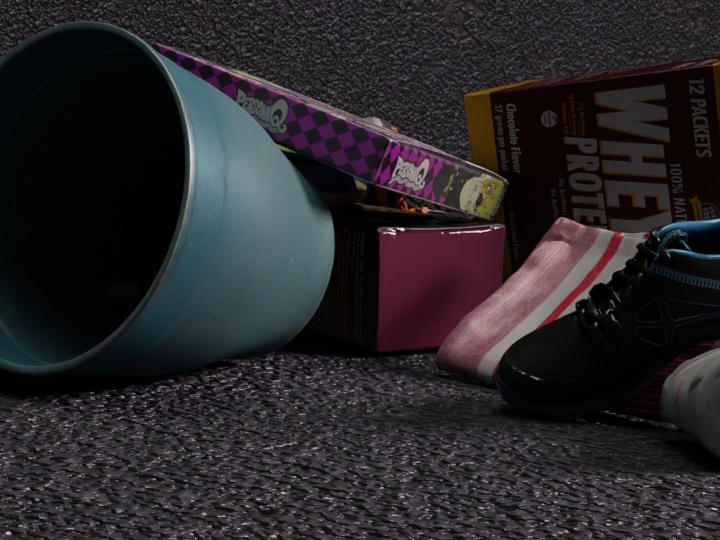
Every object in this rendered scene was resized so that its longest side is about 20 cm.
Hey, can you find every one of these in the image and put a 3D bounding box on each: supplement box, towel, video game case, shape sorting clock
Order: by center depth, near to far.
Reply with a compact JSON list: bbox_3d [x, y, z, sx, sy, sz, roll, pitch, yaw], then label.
[{"bbox_3d":[0.157,0.027,1.035,0.199,0.023,0.144,11,47,46],"label":"towel"},{"bbox_3d":[-0.022,-0.093,1.153,0.199,0.036,0.181,25,6,28],"label":"video game case"},{"bbox_3d":[0.000,0.000,1.227,0.110,0.086,0.200,-2,8,-34],"label":"supplement box"},{"bbox_3d":[-0.094,-0.071,1.257,0.199,0.039,0.200,6,11,-1],"label":"shape sorting clock"},{"bbox_3d":[0.204,-0.082,1.263,0.199,0.134,0.197,-5,7,20],"label":"supplement box"}]

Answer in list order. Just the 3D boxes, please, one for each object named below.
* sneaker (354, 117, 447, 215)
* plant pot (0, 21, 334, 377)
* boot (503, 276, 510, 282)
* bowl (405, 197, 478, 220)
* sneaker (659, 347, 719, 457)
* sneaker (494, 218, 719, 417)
[{"bbox_3d":[0.030,-0.052,1.400,0.111,0.078,0.200,8,-32,-10],"label":"sneaker"},{"bbox_3d":[-0.121,-0.026,1.022,0.199,0.201,0.188,8,-6,35],"label":"plant pot"},{"bbox_3d":[0.205,0.008,1.386,0.199,0.070,0.132,-11,14,-19],"label":"boot"},{"bbox_3d":[0.103,-0.050,1.642,0.200,0.095,0.201,3,7,0],"label":"bowl"},{"bbox_3d":[0.251,0.059,0.912,0.199,0.078,0.099,2,4,-18],"label":"sneaker"},{"bbox_3d":[0.162,0.014,0.955,0.199,0.082,0.073,-25,34,6],"label":"sneaker"}]
